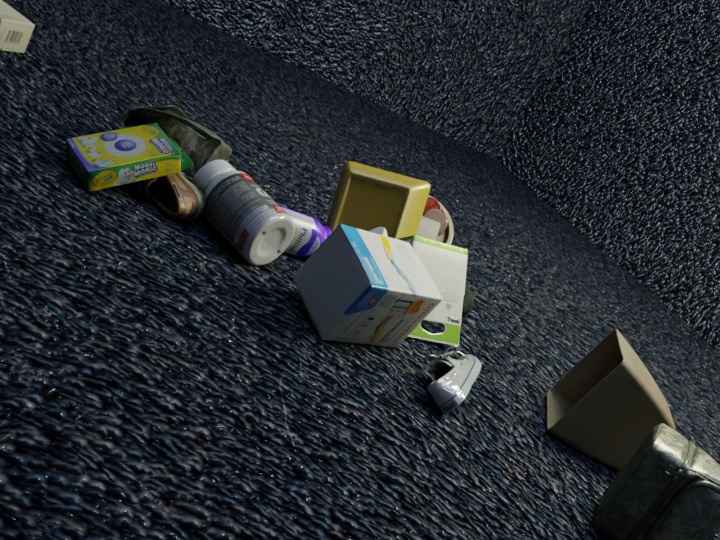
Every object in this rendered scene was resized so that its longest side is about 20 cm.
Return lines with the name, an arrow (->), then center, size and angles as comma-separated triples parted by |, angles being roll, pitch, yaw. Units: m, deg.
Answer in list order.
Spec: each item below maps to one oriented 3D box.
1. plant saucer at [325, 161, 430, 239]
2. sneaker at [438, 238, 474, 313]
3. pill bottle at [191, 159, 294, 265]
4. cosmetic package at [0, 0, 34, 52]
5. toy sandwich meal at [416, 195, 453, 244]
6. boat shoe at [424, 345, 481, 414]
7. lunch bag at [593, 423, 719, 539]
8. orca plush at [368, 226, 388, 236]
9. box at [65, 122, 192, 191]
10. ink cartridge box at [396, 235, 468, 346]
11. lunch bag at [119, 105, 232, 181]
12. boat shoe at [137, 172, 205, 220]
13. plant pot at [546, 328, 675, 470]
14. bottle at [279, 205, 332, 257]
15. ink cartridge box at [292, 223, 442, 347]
plant saucer -> 0.025, -0.118, 1.819 | 0.198, 0.202, 0.048 | 16, -4, 15
sneaker -> 0.192, 0.008, 1.926 | 0.201, 0.076, 0.091 | 59, 14, 1
pill bottle -> -0.223, -0.113, 1.616 | 0.200, 0.114, 0.113 | 44, 22, 27
cosmetic package -> -0.823, -0.560, 1.889 | 0.199, 0.073, 0.103 | 37, 19, 13
toy sandwich meal -> 0.116, -0.101, 1.893 | 0.203, 0.070, 0.207 | 4, 62, -8
boat shoe -> 0.154, 0.178, 1.539 | 0.086, 0.074, 0.202 | 49, 26, -1
lunch bag -> 0.500, 0.373, 1.397 | 0.167, 0.201, 0.139 | 34, 19, 14
orca plush -> 0.000, 0.000, 1.726 | 0.104, 0.072, 0.201 | 1, 41, 25
box -> -0.411, -0.207, 1.552 | 0.198, 0.049, 0.117 | -16, 45, -33
ink cartridge box -> 0.133, 0.044, 1.759 | 0.147, 0.202, 0.075 | 13, -12, -31
lunch bag -> -0.370, -0.259, 1.724 | 0.199, 0.118, 0.164 | 30, 0, -1
boat shoe -> -0.371, -0.166, 1.597 | 0.199, 0.076, 0.074 | 38, 23, 22
plant pot -> 0.499, 0.269, 1.702 | 0.177, 0.200, 0.200 | 42, 19, -2
bottle -> -0.118, -0.070, 1.733 | 0.199, 0.084, 0.066 | 18, 29, -36
ink cartridge box -> 0.014, 0.033, 1.542 | 0.199, 0.147, 0.145 | 11, 41, -47
